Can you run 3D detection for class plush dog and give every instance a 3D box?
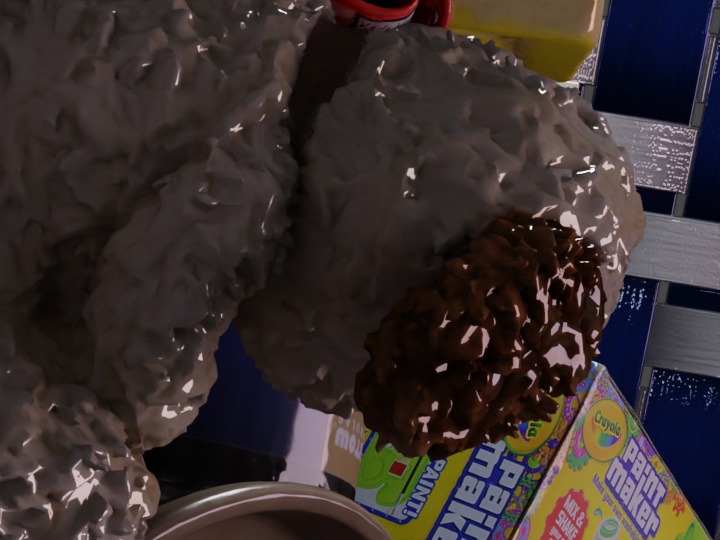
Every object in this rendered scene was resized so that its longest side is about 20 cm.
[{"bbox_3d":[-0.017,-0.022,0.496,0.200,0.170,0.162,-76,174,-67],"label":"plush dog"}]

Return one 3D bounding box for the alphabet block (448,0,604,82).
[{"bbox_3d":[0.035,-0.214,1.041,0.196,0.194,0.202,18,80,-86],"label":"alphabet block"}]

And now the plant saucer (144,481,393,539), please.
[{"bbox_3d":[-0.061,0.146,0.574,0.199,0.029,0.201,-27,130,-36],"label":"plant saucer"}]

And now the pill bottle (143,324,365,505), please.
[{"bbox_3d":[-0.050,0.032,0.668,0.112,0.111,0.202,92,7,-76],"label":"pill bottle"}]

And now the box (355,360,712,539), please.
[{"bbox_3d":[0.031,0.109,0.889,0.122,0.192,0.200,-59,142,-18],"label":"box"}]

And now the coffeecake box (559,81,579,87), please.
[{"bbox_3d":[0.028,-0.074,1.288,0.154,0.198,0.074,91,8,-75],"label":"coffeecake box"}]

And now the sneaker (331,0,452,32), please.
[{"bbox_3d":[-0.020,-0.079,0.741,0.067,0.108,0.202,-42,149,-23],"label":"sneaker"}]
